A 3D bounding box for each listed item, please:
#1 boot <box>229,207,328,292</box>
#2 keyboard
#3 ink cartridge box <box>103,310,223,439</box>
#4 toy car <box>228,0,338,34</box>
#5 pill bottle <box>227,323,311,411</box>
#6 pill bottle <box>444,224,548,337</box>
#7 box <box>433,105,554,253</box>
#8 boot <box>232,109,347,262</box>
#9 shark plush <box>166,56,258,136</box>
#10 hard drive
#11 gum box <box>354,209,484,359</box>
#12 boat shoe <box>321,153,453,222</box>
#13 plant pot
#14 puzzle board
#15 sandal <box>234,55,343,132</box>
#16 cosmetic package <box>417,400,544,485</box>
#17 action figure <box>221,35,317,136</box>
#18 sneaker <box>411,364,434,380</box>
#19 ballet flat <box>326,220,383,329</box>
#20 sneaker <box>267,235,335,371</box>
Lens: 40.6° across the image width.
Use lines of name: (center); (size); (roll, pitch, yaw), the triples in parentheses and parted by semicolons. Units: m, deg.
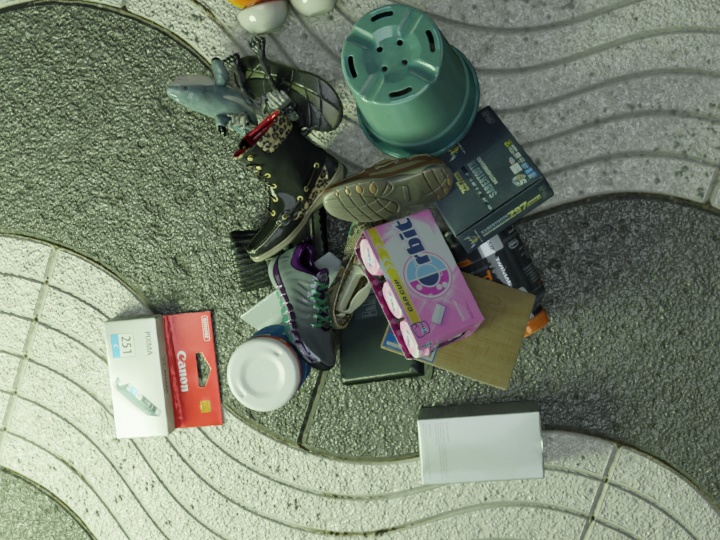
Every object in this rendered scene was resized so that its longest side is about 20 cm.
boot: (-0.135, -0.073, 1.563); (0.156, 0.079, 0.213); (-4, 96, 6)
keyboard: (-0.105, 0.038, 1.568); (0.199, 0.011, 0.056); (-35, 122, 23)
ink cartridge box: (-0.329, 0.174, 1.625); (0.174, 0.045, 0.202); (-5, 95, 7)
toy car: (-0.131, -0.470, 1.488); (0.198, 0.150, 0.177); (-17, 94, 7)
pill bottle: (-0.134, 0.144, 1.524); (0.111, 0.200, 0.113); (1, 97, 5)
pill bottle: (0.221, 0.008, 1.525); (0.106, 0.106, 0.201); (-27, 92, 7)
box: (0.179, -0.142, 1.480); (0.157, 0.201, 0.051); (-34, 135, 9)
boot: (-0.132, -0.126, 1.451); (0.200, 0.073, 0.151); (-45, 119, 3)
shark plush: (-0.216, -0.240, 1.554); (0.091, 0.084, 0.200); (-28, 113, 38)
hard drive: (0.031, 0.073, 1.525); (0.139, 0.033, 0.202); (-11, 69, 29)
gum box: (0.086, 0.024, 1.424); (0.113, 0.066, 0.201); (-19, 71, -21)
boat shoe: (0.038, -0.127, 1.460); (0.198, 0.072, 0.076); (-11, 128, -6)
plant pot: (0.065, -0.284, 1.440); (0.198, 0.196, 0.202); (-2, 81, 15)
puzzle board: (0.147, 0.077, 1.461); (0.198, 0.017, 0.152); (18, 76, 11)
sandal: (-0.109, -0.290, 1.554); (0.200, 0.057, 0.080); (30, 107, 16)
cosmetic package: (0.193, 0.277, 1.568); (0.198, 0.081, 0.114); (-3, 96, 5)
action figure: (-0.147, -0.247, 1.491); (0.118, 0.102, 0.201); (-25, 89, 21)
sneaker: (0.066, 0.075, 1.561); (0.113, 0.076, 0.201); (3, 101, -1)
ballet flat: (0.000, 0.000, 1.503); (0.068, 0.075, 0.201); (22, 93, -36)
sneaker: (-0.074, 0.049, 1.468); (0.087, 0.074, 0.201); (-37, 67, 31)
